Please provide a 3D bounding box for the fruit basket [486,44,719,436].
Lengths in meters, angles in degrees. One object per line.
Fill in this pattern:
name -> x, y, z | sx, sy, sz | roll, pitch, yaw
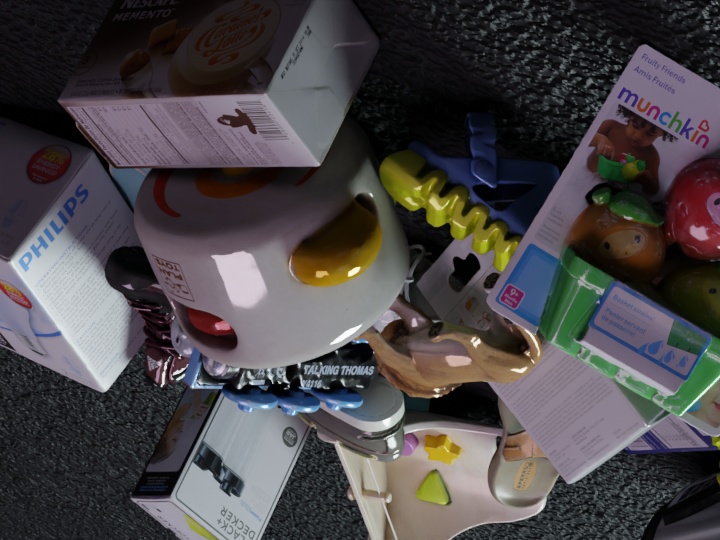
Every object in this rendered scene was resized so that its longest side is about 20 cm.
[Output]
fruit basket -> 0.209, -0.015, 1.241 | 0.185, 0.200, 0.094 | 30, -165, -7

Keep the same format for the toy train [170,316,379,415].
toy train -> -0.070, 0.065, 1.578 | 0.114, 0.087, 0.200 | 26, -165, 39

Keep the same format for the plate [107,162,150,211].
plate -> -0.150, -0.048, 1.569 | 0.200, 0.026, 0.200 | 38, 162, 15

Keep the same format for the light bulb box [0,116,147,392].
light bulb box -> -0.294, -0.024, 1.662 | 0.198, 0.125, 0.200 | 20, 154, 33

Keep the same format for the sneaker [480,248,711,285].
sneaker -> 0.170, 0.012, 1.419 | 0.075, 0.071, 0.200 | 34, 153, -30

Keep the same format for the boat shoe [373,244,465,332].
boat shoe -> 0.000, -0.002, 1.543 | 0.201, 0.075, 0.065 | 27, 157, 13

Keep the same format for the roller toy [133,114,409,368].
roller toy -> -0.066, -0.031, 1.390 | 0.182, 0.200, 0.140 | -14, 124, 11

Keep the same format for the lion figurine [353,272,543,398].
lion figurine -> 0.074, 0.058, 1.421 | 0.200, 0.073, 0.122 | 6, 151, 50

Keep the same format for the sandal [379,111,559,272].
sandal -> 0.114, -0.042, 1.336 | 0.200, 0.087, 0.079 | 38, 168, 2

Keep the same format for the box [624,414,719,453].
box -> 0.265, 0.102, 1.541 | 0.200, 0.032, 0.121 | -7, 139, 47

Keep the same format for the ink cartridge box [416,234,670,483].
ink cartridge box -> 0.140, 0.052, 1.441 | 0.200, 0.050, 0.162 | 55, 154, 9

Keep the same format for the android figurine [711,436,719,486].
android figurine -> 0.357, 0.162, 1.453 | 0.200, 0.182, 0.041 | 38, -168, -13

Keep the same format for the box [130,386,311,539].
box -> -0.117, 0.157, 1.771 | 0.060, 0.200, 0.117 | -6, 138, 45

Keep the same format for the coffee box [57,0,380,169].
coffee box -> -0.101, -0.140, 1.347 | 0.199, 0.115, 0.080 | 3, 145, 39

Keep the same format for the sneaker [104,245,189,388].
sneaker -> -0.167, 0.048, 1.634 | 0.076, 0.116, 0.200 | 30, -172, 26

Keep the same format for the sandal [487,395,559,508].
sandal -> 0.152, 0.153, 1.661 | 0.080, 0.054, 0.200 | 7, 136, -2

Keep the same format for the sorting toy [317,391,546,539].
sorting toy -> 0.077, 0.181, 1.772 | 0.179, 0.107, 0.200 | 2, 138, 19

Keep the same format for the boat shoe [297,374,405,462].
boat shoe -> -0.034, 0.105, 1.697 | 0.201, 0.072, 0.060 | 31, 144, 42

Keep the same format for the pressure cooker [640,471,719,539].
pressure cooker -> 0.328, 0.258, 1.598 | 0.176, 0.179, 0.200 | 32, 152, -17
